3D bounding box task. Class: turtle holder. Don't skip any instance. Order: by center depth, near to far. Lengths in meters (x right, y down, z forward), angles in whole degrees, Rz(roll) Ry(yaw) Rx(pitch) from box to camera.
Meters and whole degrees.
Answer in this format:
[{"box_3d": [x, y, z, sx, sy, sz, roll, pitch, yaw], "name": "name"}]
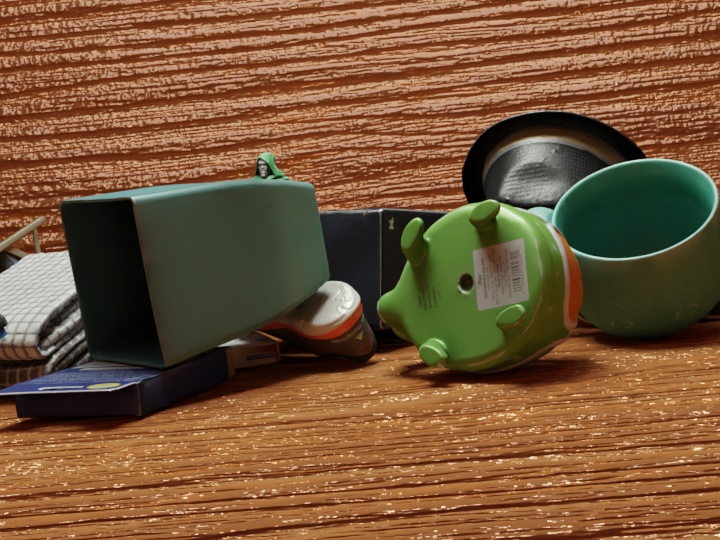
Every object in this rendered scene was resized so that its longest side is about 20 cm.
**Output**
[{"box_3d": [0.103, 0.029, 1.186, 0.131, 0.142, 0.186, 12, -50, -49], "name": "turtle holder"}]

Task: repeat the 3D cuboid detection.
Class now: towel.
[{"box_3d": [-0.309, 0.053, 1.361, 0.164, 0.086, 0.200, -5, 22, 28], "name": "towel"}]

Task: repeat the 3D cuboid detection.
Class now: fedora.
[{"box_3d": [0.195, -0.062, 1.405, 0.198, 0.202, 0.092, -4, 40, 17], "name": "fedora"}]

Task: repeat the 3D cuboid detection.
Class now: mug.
[{"box_3d": [0.251, -0.017, 1.301, 0.151, 0.115, 0.185, -32, 35, -16], "name": "mug"}]

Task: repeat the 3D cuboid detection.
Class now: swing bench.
[{"box_3d": [-0.687, -0.013, 2.537, 0.199, 0.131, 0.198, -17, 12, -42], "name": "swing bench"}]

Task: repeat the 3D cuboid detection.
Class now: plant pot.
[{"box_3d": [-0.135, -0.013, 1.248, 0.199, 0.143, 0.141, -16, 11, -35], "name": "plant pot"}]

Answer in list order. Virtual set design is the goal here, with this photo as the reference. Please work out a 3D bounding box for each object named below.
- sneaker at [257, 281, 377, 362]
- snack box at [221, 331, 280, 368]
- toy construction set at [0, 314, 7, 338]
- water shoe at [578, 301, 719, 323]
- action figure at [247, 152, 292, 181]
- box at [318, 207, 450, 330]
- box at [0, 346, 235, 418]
[{"box_3d": [-0.056, 0.051, 1.347, 0.077, 0.082, 0.199, -44, 31, -17], "name": "sneaker"}, {"box_3d": [-0.138, 0.075, 1.422, 0.071, 0.025, 0.200, -7, 5, -16], "name": "snack box"}, {"box_3d": [-0.368, 0.074, 1.196, 0.131, 0.093, 0.199, -36, 22, -29], "name": "toy construction set"}, {"box_3d": [0.306, 0.011, 1.393, 0.198, 0.072, 0.079, -4, 3, 14], "name": "water shoe"}, {"box_3d": [-0.101, -0.036, 1.642, 0.117, 0.203, 0.055, -4, 5, 21], "name": "action figure"}, {"box_3d": [0.000, 0.000, 1.473, 0.197, 0.125, 0.199, -2, -1, 37], "name": "box"}, {"box_3d": [-0.204, 0.096, 1.195, 0.120, 0.033, 0.200, -4, 4, 23], "name": "box"}]
